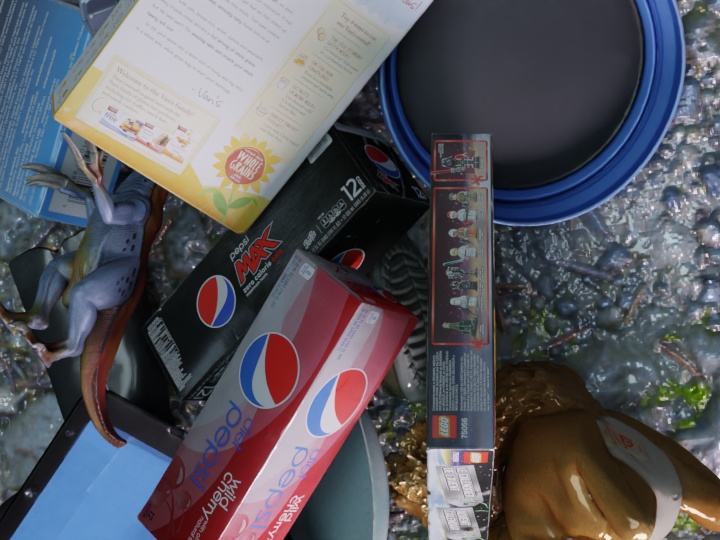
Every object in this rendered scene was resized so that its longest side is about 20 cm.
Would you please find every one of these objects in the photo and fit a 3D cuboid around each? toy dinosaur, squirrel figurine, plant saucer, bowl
[{"bbox_3d":[-0.164,-0.024,0.976,0.181,0.201,0.105,-42,35,-16],"label":"toy dinosaur"},{"bbox_3d":[0.109,0.170,0.964,0.200,0.141,0.188,44,114,26],"label":"squirrel figurine"},{"bbox_3d":[-0.024,0.149,0.996,0.200,0.038,0.204,3,94,61],"label":"plant saucer"},{"bbox_3d":[0.106,-0.131,0.941,0.198,0.039,0.203,-3,107,-10],"label":"bowl"}]

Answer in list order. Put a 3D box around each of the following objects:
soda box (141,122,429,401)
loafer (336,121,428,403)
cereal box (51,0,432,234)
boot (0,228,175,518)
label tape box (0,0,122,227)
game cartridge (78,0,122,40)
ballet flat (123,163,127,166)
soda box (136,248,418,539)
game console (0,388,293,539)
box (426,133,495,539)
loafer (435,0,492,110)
[{"bbox_3d":[-0.050,-0.002,0.957,0.200,0.070,0.064,-46,62,22],"label":"soda box"},{"bbox_3d":[0.000,0.000,1.014,0.069,0.075,0.202,-29,73,31],"label":"loafer"},{"bbox_3d":[-0.067,-0.135,0.870,0.143,0.040,0.200,33,108,-27],"label":"cereal box"},{"bbox_3d":[-0.218,0.084,1.079,0.163,0.066,0.202,-18,92,5],"label":"boot"},{"bbox_3d":[-0.243,-0.131,1.075,0.199,0.066,0.145,26,101,43],"label":"label tape box"},{"bbox_3d":[-0.121,-0.198,0.962,0.128,0.200,0.039,-17,114,-4],"label":"game cartridge"},{"bbox_3d":[-0.101,-0.100,1.012,0.198,0.069,0.063,8,139,37],"label":"ballet flat"},{"bbox_3d":[-0.051,0.092,0.908,0.063,0.070,0.201,37,101,33],"label":"soda box"},{"bbox_3d":[-0.155,0.214,1.010,0.201,0.116,0.176,-54,49,22],"label":"game console"},{"bbox_3d":[0.059,0.040,0.872,0.039,0.137,0.202,0,60,4],"label":"box"},{"bbox_3d":[0.072,-0.191,0.985,0.070,0.068,0.203,24,104,36],"label":"loafer"}]
